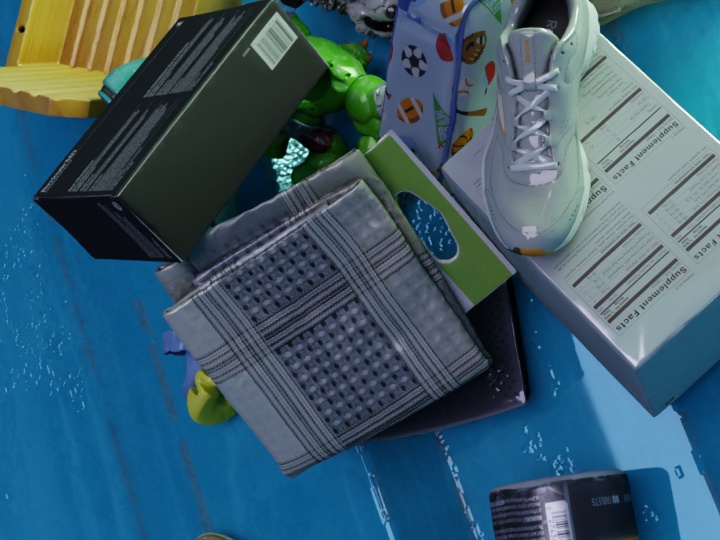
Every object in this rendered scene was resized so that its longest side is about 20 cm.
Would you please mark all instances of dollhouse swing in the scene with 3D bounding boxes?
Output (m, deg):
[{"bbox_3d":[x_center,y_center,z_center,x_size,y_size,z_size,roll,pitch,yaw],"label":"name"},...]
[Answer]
[{"bbox_3d":[-0.246,-0.219,1.299,0.199,0.176,0.183,15,91,30],"label":"dollhouse swing"}]

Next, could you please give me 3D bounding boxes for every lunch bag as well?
[{"bbox_3d":[0.089,-0.155,1.102,0.075,0.160,0.201,34,135,26],"label":"lunch bag"}]

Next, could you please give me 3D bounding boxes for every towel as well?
[{"bbox_3d":[-0.031,0.036,1.071,0.192,0.035,0.200,-30,103,17],"label":"towel"}]

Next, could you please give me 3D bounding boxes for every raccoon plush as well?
[{"bbox_3d":[0.003,-0.276,1.242,0.097,0.134,0.201,-46,32,39],"label":"raccoon plush"}]

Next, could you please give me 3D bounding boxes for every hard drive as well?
[{"bbox_3d":[0.040,0.067,1.186,0.199,0.042,0.136,-14,77,26],"label":"hard drive"}]

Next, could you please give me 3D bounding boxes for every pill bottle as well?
[{"bbox_3d":[0.159,0.251,1.065,0.106,0.106,0.201,-13,78,26],"label":"pill bottle"}]

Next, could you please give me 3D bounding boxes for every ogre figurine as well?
[{"bbox_3d":[-0.036,-0.133,1.209,0.200,0.098,0.120,52,135,33],"label":"ogre figurine"}]

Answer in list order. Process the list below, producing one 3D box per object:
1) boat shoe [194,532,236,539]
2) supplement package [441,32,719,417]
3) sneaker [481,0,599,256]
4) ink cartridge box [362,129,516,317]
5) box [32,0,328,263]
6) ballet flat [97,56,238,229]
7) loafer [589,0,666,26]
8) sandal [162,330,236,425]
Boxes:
[{"bbox_3d":[-0.089,0.297,1.208,0.200,0.076,0.072,44,105,25],"label":"boat shoe"},{"bbox_3d":[0.189,-0.030,1.040,0.151,0.152,0.200,-42,66,0],"label":"supplement package"},{"bbox_3d":[0.112,-0.111,0.956,0.075,0.092,0.201,0,72,16],"label":"sneaker"},{"bbox_3d":[0.000,0.000,1.113,0.200,0.076,0.148,-39,100,18],"label":"ink cartridge box"},{"bbox_3d":[-0.137,-0.106,1.112,0.141,0.079,0.200,5,54,51],"label":"box"},{"bbox_3d":[-0.142,-0.101,1.240,0.070,0.200,0.067,-39,36,-7],"label":"ballet flat"},{"bbox_3d":[0.196,-0.234,1.124,0.199,0.068,0.076,-12,78,26],"label":"loafer"},{"bbox_3d":[-0.110,0.030,1.253,0.087,0.079,0.200,39,101,30],"label":"sandal"}]
